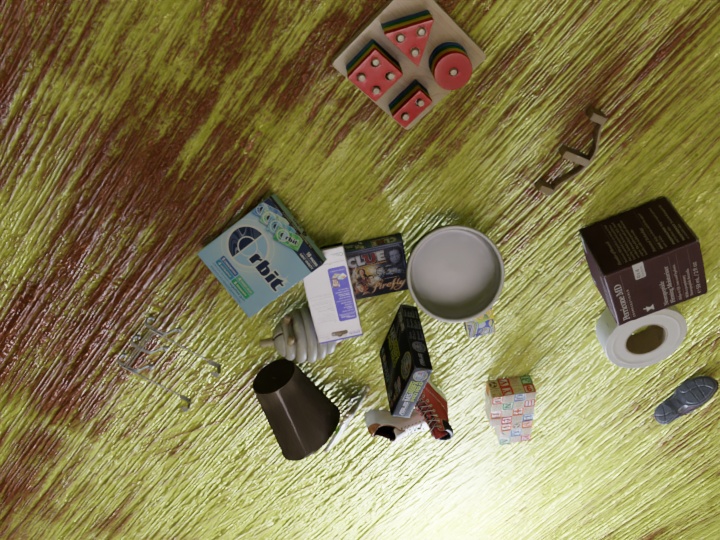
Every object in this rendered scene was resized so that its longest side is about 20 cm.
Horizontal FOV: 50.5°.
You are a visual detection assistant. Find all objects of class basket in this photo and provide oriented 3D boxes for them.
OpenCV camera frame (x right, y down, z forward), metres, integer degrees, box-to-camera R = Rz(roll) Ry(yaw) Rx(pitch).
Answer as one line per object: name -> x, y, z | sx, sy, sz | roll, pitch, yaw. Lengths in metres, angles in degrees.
basket -> -0.159, 0.317, 1.810 | 0.180, 0.136, 0.200 | -47, 126, -29

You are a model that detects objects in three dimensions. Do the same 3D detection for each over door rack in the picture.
over door rack -> -0.424, 0.204, 1.707 | 0.200, 0.067, 0.148 | 37, 117, -9

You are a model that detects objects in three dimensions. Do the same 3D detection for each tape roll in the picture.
tape roll -> 0.675, 0.143, 1.843 | 0.202, 0.071, 0.203 | -4, 130, -5

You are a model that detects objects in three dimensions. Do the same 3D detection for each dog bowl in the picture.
dog bowl -> 0.194, 0.005, 1.584 | 0.200, 0.079, 0.200 | 0, 96, 2

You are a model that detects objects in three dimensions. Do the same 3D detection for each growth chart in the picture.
growth chart -> -0.031, 0.362, 1.851 | 0.018, 0.200, 0.145 | 33, 115, 7

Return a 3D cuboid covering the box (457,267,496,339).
box -> 0.255, 0.058, 1.708 | 0.070, 0.064, 0.200 | -14, 129, 2

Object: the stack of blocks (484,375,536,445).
stack of blocks -> 0.386, 0.367, 1.987 | 0.115, 0.059, 0.200 | -8, 130, -2

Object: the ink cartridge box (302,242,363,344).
ink cartridge box -> -0.062, 0.048, 1.585 | 0.099, 0.039, 0.200 | -12, 104, 0

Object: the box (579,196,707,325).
box -> 0.603, -0.020, 1.634 | 0.200, 0.164, 0.166 | -23, 129, 10

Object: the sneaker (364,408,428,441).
sneaker -> 0.112, 0.406, 1.961 | 0.200, 0.085, 0.073 | 1, 127, -12

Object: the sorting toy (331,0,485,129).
sorting toy -> 0.090, -0.360, 1.334 | 0.200, 0.070, 0.199 | 35, 116, -31

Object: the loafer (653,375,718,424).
loafer -> 0.881, 0.346, 2.054 | 0.063, 0.072, 0.200 | 7, 137, -40

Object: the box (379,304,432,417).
box -> 0.098, 0.202, 1.713 | 0.044, 0.200, 0.160 | 9, 128, -16

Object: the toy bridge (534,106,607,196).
toy bridge -> 0.428, -0.228, 1.525 | 0.067, 0.027, 0.200 | 15, 125, -22

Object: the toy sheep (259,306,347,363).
toy sheep -> -0.122, 0.140, 1.673 | 0.200, 0.138, 0.138 | -4, 130, -11

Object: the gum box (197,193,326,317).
gum box -> -0.198, -0.028, 1.534 | 0.200, 0.045, 0.170 | -36, 99, 19

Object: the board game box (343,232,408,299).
board game box -> 0.000, 0.000, 1.638 | 0.200, 0.035, 0.136 | -12, 129, 1

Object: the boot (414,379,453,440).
boot -> 0.157, 0.333, 1.868 | 0.072, 0.144, 0.200 | -36, 124, 22
